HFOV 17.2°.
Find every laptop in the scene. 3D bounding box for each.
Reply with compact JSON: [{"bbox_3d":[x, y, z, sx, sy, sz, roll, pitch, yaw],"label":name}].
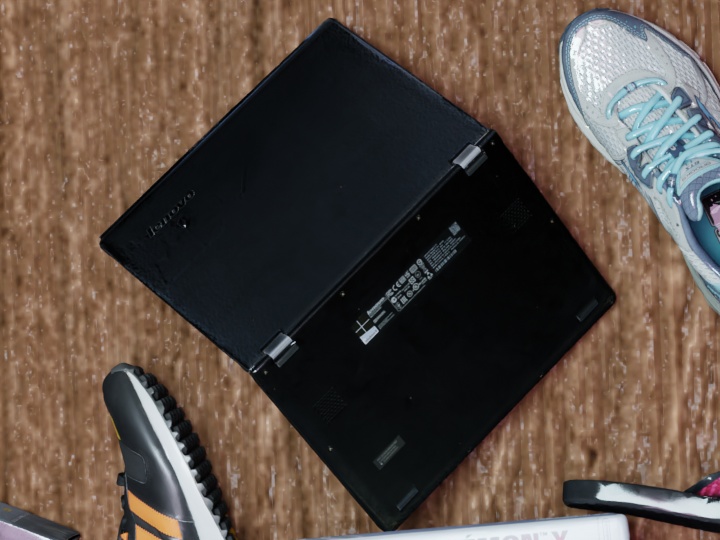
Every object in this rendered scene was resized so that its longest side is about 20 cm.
[{"bbox_3d":[0.000,0.000,1.307,0.187,0.116,0.200,-45,114,-12],"label":"laptop"}]

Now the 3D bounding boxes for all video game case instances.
[{"bbox_3d":[0.049,0.144,1.231,0.181,0.200,0.023,-6,83,5],"label":"video game case"}]

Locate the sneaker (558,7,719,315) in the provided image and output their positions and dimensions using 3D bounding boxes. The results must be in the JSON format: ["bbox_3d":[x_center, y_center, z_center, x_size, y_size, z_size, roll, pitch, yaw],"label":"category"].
[{"bbox_3d":[0.179,-0.060,1.275,0.077,0.086,0.200,-37,87,4],"label":"sneaker"}]

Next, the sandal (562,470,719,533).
[{"bbox_3d":[0.209,0.120,1.281,0.199,0.075,0.045,9,79,8],"label":"sandal"}]

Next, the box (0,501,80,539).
[{"bbox_3d":[-0.264,0.217,1.337,0.158,0.048,0.201,18,92,5],"label":"box"}]

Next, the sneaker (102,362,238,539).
[{"bbox_3d":[-0.114,0.153,1.311,0.090,0.070,0.201,-25,89,2],"label":"sneaker"}]
